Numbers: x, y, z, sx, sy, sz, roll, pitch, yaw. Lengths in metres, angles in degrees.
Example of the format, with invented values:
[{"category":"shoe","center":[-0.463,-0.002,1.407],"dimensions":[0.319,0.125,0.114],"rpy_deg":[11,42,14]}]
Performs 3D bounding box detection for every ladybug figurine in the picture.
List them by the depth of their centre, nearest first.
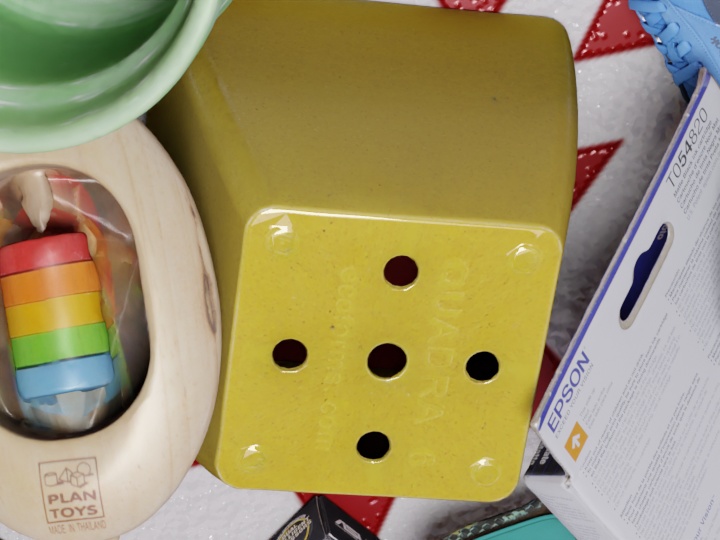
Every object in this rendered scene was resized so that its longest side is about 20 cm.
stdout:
[{"category":"ladybug figurine","center":[-0.125,0.019,0.922],"dimensions":[0.135,0.072,0.201],"rpy_deg":[-6,89,3]}]

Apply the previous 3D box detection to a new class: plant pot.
[{"category":"plant pot","center":[0.000,0.000,0.995],"dimensions":[0.199,0.177,0.201],"rpy_deg":[5,115,-9]}]

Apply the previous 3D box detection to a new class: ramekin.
[{"category":"ramekin","center":[-0.127,-0.155,0.836],"dimensions":[0.199,0.098,0.201],"rpy_deg":[7,115,16]}]

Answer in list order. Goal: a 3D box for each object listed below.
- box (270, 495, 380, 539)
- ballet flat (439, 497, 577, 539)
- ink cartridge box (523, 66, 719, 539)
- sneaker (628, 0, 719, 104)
[{"category":"box","center":[-0.003,0.238,1.183],"dimensions":[0.200,0.049,0.161],"rpy_deg":[38,103,-23]},{"category":"ballet flat","center":[0.114,0.145,1.142],"dimensions":[0.199,0.074,0.075],"rpy_deg":[-13,118,-20]},{"category":"ink cartridge box","center":[0.150,0.040,1.023],"dimensions":[0.200,0.041,0.200],"rpy_deg":[50,61,-41]},{"category":"sneaker","center":[0.166,-0.109,1.021],"dimensions":[0.200,0.066,0.079],"rpy_deg":[31,98,-22]}]
